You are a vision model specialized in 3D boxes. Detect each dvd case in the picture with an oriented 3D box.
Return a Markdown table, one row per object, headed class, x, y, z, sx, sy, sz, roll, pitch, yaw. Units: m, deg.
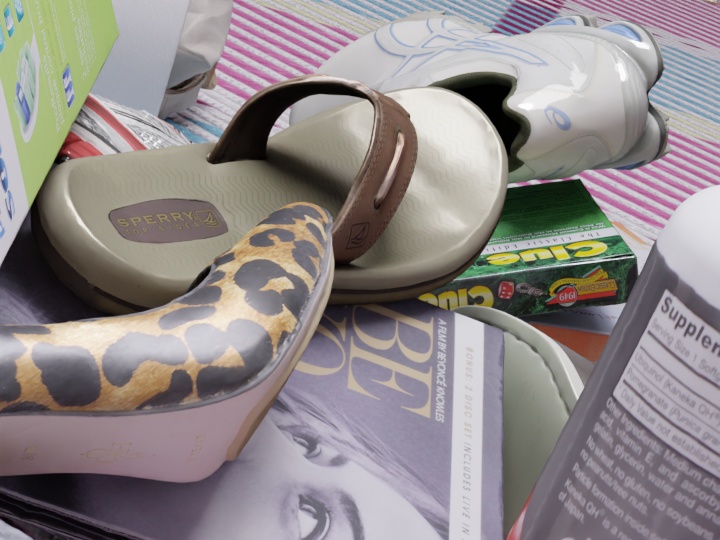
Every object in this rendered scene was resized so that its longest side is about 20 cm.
| class | x | y | z | sx | sy | sz | roll | pitch | yaw |
| --- | --- | --- | --- | --- | --- | --- | --- | --- | --- |
| dvd case | -0.047 | 0.037 | 0.827 | 0.199 | 0.016 | 0.149 | 21 | 38 | -13 |

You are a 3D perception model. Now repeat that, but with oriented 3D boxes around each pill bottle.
| class | x | y | z | sx | sy | sz | roll | pitch | yaw |
| --- | --- | --- | --- | --- | --- | --- | --- | --- | --- |
| pill bottle | 0.116 | 0.045 | 0.743 | 0.110 | 0.200 | 0.111 | 24 | 16 | -7 |

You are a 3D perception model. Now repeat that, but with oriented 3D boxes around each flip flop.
| class | x | y | z | sx | sy | sz | roll | pitch | yaw |
| --- | --- | --- | --- | --- | --- | --- | --- | --- | --- |
| flip flop | -0.019 | -0.032 | 0.867 | 0.200 | 0.058 | 0.081 | -10 | 49 | -45 |

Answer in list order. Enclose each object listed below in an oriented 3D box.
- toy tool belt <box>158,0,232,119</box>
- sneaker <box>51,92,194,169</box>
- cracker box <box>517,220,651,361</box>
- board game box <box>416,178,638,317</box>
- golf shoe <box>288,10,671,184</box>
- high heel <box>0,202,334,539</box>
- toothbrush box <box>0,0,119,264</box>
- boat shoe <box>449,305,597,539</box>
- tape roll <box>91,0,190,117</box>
| class | x | y | z | sx | sy | sz | roll | pitch | yaw |
| --- | --- | --- | --- | --- | --- | --- | --- | --- | --- |
| toy tool belt | -0.168 | -0.152 | 1.484 | 0.199 | 0.125 | 0.123 | 18 | -18 | -4 |
| sneaker | -0.060 | -0.010 | 0.935 | 0.200 | 0.078 | 0.082 | 37 | 29 | -18 |
| cracker box | 0.081 | 0.023 | 1.133 | 0.134 | 0.058 | 0.200 | 9 | 14 | -20 |
| board game box | 0.000 | 0.000 | 1.043 | 0.199 | 0.024 | 0.105 | -7 | 17 | -5 |
| golf shoe | 0.026 | -0.065 | 1.094 | 0.200 | 0.079 | 0.097 | -6 | 8 | 46 |
| high heel | -0.093 | 0.012 | 0.754 | 0.142 | 0.071 | 0.200 | 33 | 45 | 1 |
| toothbrush box | -0.166 | -0.067 | 0.811 | 0.145 | 0.086 | 0.200 | -7 | 22 | 8 |
| boat shoe | 0.087 | 0.076 | 0.905 | 0.060 | 0.072 | 0.201 | 12 | 20 | -36 |
| tape roll | -0.150 | -0.165 | 1.319 | 0.139 | 0.203 | 0.203 | 13 | 13 | -7 |
